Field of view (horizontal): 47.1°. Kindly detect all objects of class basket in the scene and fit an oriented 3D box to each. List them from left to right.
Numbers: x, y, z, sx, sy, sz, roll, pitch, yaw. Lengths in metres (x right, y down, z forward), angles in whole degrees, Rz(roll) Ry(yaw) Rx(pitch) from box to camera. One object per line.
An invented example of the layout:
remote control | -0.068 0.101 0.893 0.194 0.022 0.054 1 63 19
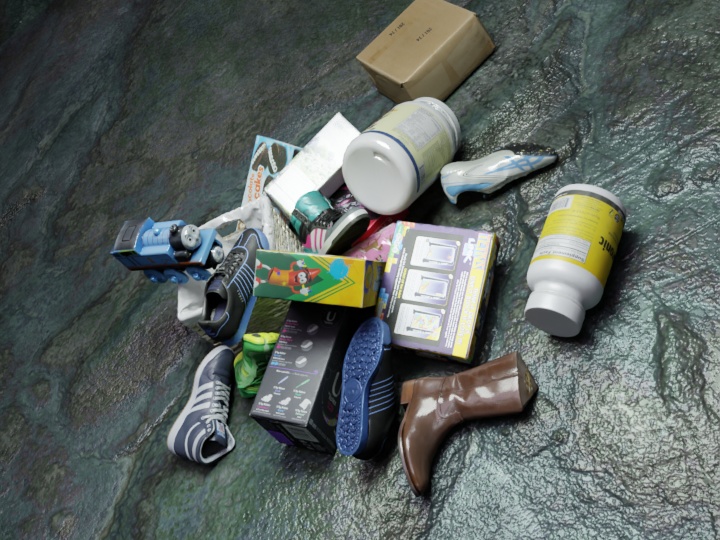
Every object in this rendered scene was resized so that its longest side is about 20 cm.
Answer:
basket | -0.204 0.017 1.473 0.196 0.161 0.202 -24 46 17

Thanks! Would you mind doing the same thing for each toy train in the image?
toy train | -0.324 -0.035 1.402 0.197 0.114 0.088 -3 58 34

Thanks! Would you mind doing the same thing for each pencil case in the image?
pencil case | 0.000 0.000 1.405 0.198 0.084 0.087 -30 6 12

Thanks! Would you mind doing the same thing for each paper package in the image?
paper package | 0.125 -0.425 1.622 0.200 0.104 0.190 -45 43 -2

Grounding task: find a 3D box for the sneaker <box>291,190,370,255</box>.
sneaker | -0.057 -0.089 1.415 0.083 0.200 0.122 -22 78 -32

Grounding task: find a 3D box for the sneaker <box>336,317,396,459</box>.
sneaker | 0.018 0.175 1.218 0.069 0.077 0.204 4 78 42

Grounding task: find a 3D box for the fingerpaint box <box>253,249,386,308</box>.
fingerpaint box | -0.056 0.013 1.269 0.164 0.200 0.075 5 91 10

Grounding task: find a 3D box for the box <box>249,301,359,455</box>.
box | -0.074 0.165 1.293 0.104 0.123 0.203 5 61 25

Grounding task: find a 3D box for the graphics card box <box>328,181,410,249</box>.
graphics card box | -0.014 -0.118 1.524 0.125 0.051 0.200 -45 44 -3

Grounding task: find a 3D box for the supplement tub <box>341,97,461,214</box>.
supplement tub | 0.075 -0.202 1.421 0.143 0.147 0.200 5 34 36

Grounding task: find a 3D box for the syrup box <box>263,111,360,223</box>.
syrup box | -0.076 -0.181 1.504 0.079 0.082 0.200 43 85 14

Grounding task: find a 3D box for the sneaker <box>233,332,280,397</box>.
sneaker | -0.165 0.157 1.358 0.073 0.200 0.085 0 65 -15

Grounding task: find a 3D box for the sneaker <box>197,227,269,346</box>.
sneaker | -0.201 0.014 1.310 0.069 0.078 0.203 -2 64 29

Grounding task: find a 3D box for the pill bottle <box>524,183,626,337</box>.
pill bottle | 0.303 -0.013 1.185 0.110 0.111 0.202 8 63 37

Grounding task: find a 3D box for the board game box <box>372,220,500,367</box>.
board game box | 0.114 0.033 1.272 0.163 0.057 0.203 9 74 22

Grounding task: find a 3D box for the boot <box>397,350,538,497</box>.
boot | 0.154 0.212 1.159 0.197 0.064 0.189 -15 52 19

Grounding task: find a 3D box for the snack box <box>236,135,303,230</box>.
snack box | -0.176 -0.149 1.598 0.115 0.037 0.203 22 102 41

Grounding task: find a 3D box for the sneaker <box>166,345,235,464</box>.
sneaker | -0.245 0.232 1.402 0.108 0.070 0.202 12 72 45

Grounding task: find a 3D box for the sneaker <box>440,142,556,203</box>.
sneaker | 0.234 -0.165 1.390 0.197 0.074 0.072 -14 21 10
